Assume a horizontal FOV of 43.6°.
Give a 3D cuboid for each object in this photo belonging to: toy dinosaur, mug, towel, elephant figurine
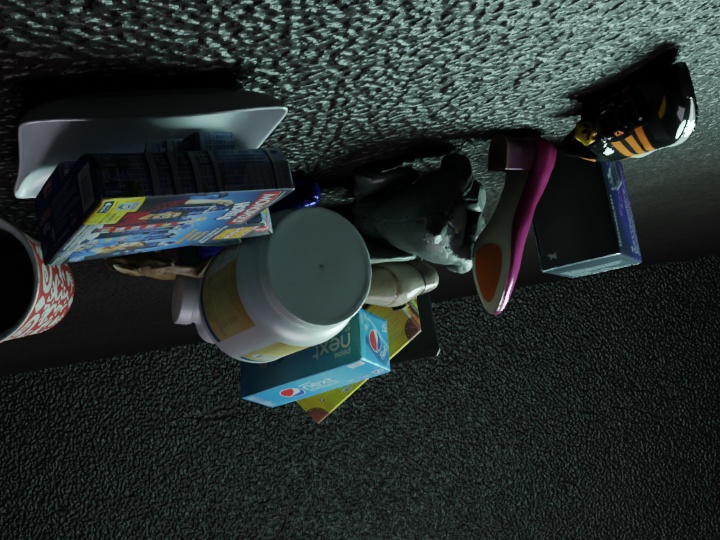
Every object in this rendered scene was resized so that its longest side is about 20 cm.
[{"bbox_3d":[-0.274,-0.010,1.102,0.196,0.059,0.101,7,161,24],"label":"toy dinosaur"},{"bbox_3d":[-0.403,-0.001,0.983,0.134,0.177,0.200,-46,180,-5],"label":"mug"},{"bbox_3d":[-0.128,-0.065,1.079,0.145,0.051,0.200,-15,174,-13],"label":"towel"},{"bbox_3d":[0.040,-0.062,1.066,0.196,0.144,0.156,4,151,28],"label":"elephant figurine"}]

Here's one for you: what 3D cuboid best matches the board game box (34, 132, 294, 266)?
[{"bbox_3d":[-0.143,-0.063,0.731,0.196,0.063,0.199,-8,172,-32],"label":"board game box"}]

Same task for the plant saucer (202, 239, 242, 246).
[{"bbox_3d":[-0.214,-0.056,0.898,0.195,0.037,0.200,5,175,0],"label":"plant saucer"}]

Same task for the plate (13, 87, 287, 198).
[{"bbox_3d":[-0.177,-0.105,0.728,0.196,0.033,0.199,-8,171,-23],"label":"plate"}]

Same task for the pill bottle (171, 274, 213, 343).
[{"bbox_3d":[-0.145,0.045,1.187,0.196,0.114,0.110,8,166,-24],"label":"pill bottle"}]

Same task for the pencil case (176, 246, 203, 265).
[{"bbox_3d":[-0.158,-0.015,1.266,0.195,0.091,0.088,-9,173,-7],"label":"pencil case"}]

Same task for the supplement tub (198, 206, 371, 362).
[{"bbox_3d":[-0.086,0.017,0.991,0.142,0.148,0.199,-6,171,-30],"label":"supplement tub"}]

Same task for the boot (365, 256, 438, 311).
[{"bbox_3d":[0.000,0.000,1.134,0.143,0.072,0.199,-7,-157,-27],"label":"boot"}]

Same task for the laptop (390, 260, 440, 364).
[{"bbox_3d":[0.023,0.037,1.393,0.173,0.203,0.104,-11,134,8],"label":"laptop"}]

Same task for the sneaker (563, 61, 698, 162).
[{"bbox_3d":[0.264,-0.146,0.903,0.088,0.072,0.200,-13,175,-4],"label":"sneaker"}]

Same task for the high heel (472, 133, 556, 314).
[{"bbox_3d":[0.184,-0.051,1.019,0.095,0.205,0.067,2,-172,-36],"label":"high heel"}]

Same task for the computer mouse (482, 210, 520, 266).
[{"bbox_3d":[0.138,-0.058,1.106,0.058,0.201,0.034,-29,133,-7],"label":"computer mouse"}]

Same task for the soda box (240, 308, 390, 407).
[{"bbox_3d":[-0.060,0.112,1.128,0.197,0.069,0.064,-21,150,32],"label":"soda box"}]

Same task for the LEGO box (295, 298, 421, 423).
[{"bbox_3d":[-0.011,0.099,1.273,0.200,0.077,0.149,-43,-170,10],"label":"LEGO box"}]

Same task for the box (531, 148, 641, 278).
[{"bbox_3d":[0.297,-0.075,1.197,0.102,0.152,0.199,-13,173,24],"label":"box"}]
